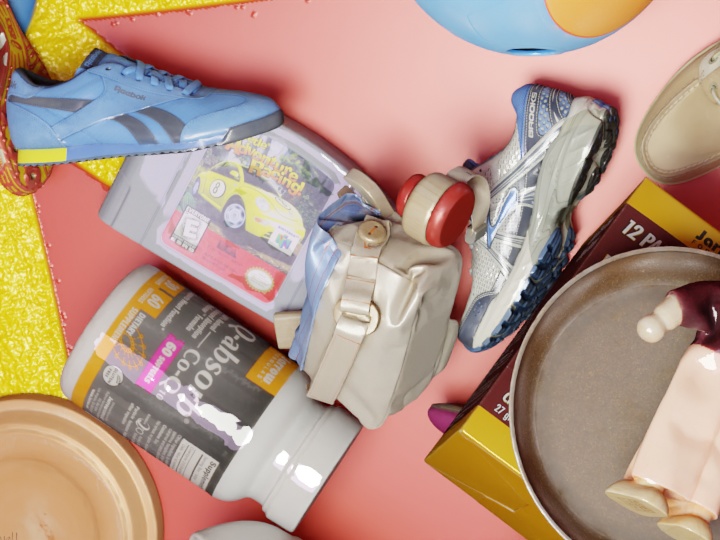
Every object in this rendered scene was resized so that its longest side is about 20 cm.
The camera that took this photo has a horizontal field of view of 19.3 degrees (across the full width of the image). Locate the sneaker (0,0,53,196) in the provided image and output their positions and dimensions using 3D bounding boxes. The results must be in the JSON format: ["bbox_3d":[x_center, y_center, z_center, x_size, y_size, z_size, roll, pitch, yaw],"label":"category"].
[{"bbox_3d":[-0.279,-0.147,1.539,0.077,0.073,0.200,-18,94,38],"label":"sneaker"}]

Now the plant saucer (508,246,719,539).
[{"bbox_3d":[0.184,0.086,1.262,0.200,0.032,0.201,1,82,-8],"label":"plant saucer"}]

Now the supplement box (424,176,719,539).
[{"bbox_3d":[0.162,0.075,1.378,0.133,0.197,0.200,37,78,3],"label":"supplement box"}]

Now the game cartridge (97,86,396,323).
[{"bbox_3d":[-0.077,-0.047,1.524,0.200,0.041,0.133,30,103,5],"label":"game cartridge"}]

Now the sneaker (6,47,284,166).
[{"bbox_3d":[-0.153,-0.118,1.474,0.200,0.066,0.079,-3,97,14],"label":"sneaker"}]

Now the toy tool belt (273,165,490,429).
[{"bbox_3d":[0.000,0.000,1.433,0.123,0.125,0.200,30,130,22],"label":"toy tool belt"}]

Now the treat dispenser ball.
[{"bbox_3d":[0.112,-0.238,1.352,0.201,0.201,0.201,3,103,12],"label":"treat dispenser ball"}]

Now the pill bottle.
[{"bbox_3d":[-0.105,0.094,1.518,0.200,0.116,0.116,33,107,4],"label":"pill bottle"}]

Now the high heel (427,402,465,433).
[{"bbox_3d":[0.130,0.164,1.504,0.200,0.067,0.096,22,95,3],"label":"high heel"}]

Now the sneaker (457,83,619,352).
[{"bbox_3d":[0.106,-0.039,1.472,0.085,0.077,0.200,29,106,20],"label":"sneaker"}]

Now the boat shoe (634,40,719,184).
[{"bbox_3d":[0.262,-0.125,1.412,0.200,0.065,0.072,-37,93,22],"label":"boat shoe"}]

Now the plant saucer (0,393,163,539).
[{"bbox_3d":[-0.250,0.194,1.617,0.200,0.032,0.201,3,103,13],"label":"plant saucer"}]

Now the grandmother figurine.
[{"bbox_3d":[0.210,0.053,1.230,0.121,0.061,0.200,36,74,-28],"label":"grandmother figurine"}]

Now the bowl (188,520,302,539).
[{"bbox_3d":[-0.044,0.283,1.514,0.200,0.075,0.200,48,150,30],"label":"bowl"}]
